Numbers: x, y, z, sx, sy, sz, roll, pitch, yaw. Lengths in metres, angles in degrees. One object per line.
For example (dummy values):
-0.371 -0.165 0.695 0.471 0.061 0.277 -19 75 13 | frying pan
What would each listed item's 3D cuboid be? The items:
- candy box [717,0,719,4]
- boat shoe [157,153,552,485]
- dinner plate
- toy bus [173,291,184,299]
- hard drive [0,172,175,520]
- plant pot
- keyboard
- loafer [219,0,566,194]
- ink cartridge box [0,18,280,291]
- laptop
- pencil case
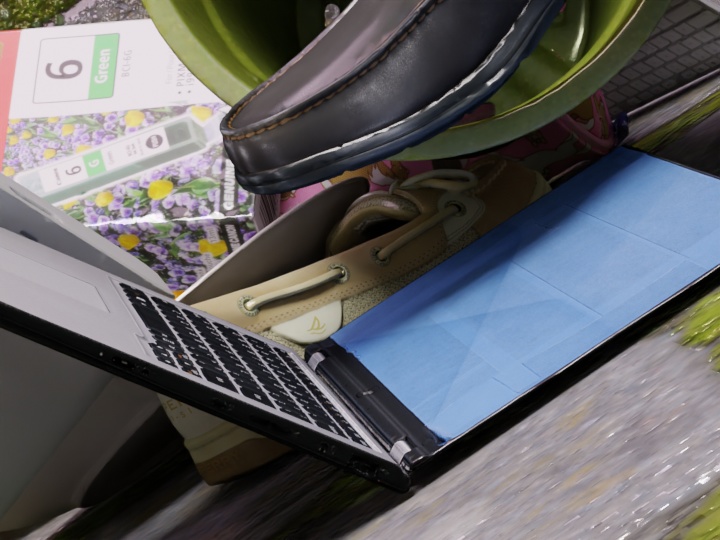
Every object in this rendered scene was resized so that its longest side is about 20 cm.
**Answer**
0.196 -0.125 0.875 0.167 0.072 0.200 -33 6 13 | candy box
-0.002 0.001 0.970 0.200 0.063 0.073 -38 8 -40 | boat shoe
-0.065 0.039 1.048 0.200 0.024 0.200 -43 -7 -7 | dinner plate
-0.186 0.061 1.254 0.192 0.136 0.200 -45 1 31 | toy bus
-0.170 0.055 0.912 0.200 0.132 0.026 -52 40 5 | hard drive
0.024 -0.117 0.994 0.199 0.201 0.190 -33 -12 -2 | plant pot
0.097 -0.083 1.199 0.200 0.056 0.011 -26 49 55 | keyboard
0.032 -0.101 0.847 0.200 0.072 0.073 -38 23 -7 | loafer
-0.133 -0.046 1.132 0.198 0.050 0.110 -3 55 8 | ink cartridge box
-0.006 -0.015 0.803 0.117 0.199 0.187 -66 12 3 | laptop
0.014 -0.042 1.158 0.199 0.086 0.083 -31 42 25 | pencil case
